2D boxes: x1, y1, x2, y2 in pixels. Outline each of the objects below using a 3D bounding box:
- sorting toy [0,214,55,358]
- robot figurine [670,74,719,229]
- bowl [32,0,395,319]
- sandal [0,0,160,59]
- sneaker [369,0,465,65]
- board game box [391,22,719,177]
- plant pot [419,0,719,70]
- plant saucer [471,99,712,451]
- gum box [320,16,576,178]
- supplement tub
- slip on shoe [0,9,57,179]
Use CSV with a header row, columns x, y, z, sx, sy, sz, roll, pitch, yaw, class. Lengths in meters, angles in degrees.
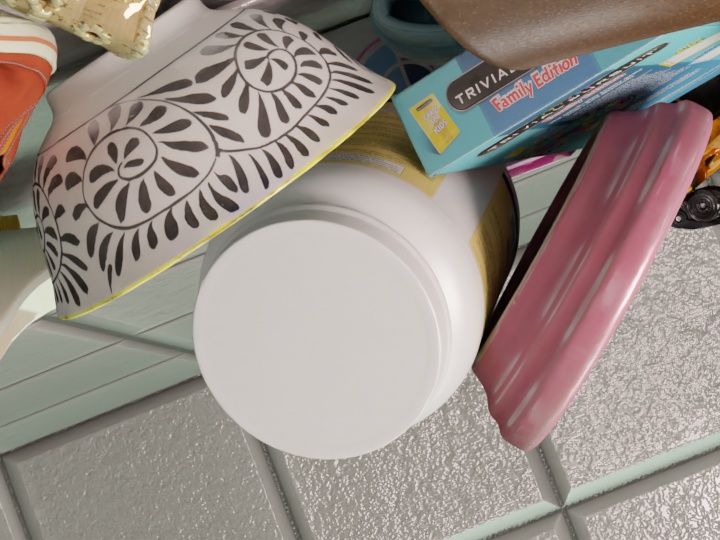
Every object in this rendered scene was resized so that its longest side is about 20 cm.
x,y,z,sx,sy,sz,roll,pitch,yaw,class
-0.218,0.008,1.182,0.179,0.107,0.200,-17,173,-16,sorting toy
0.221,-0.113,1.079,0.200,0.145,0.058,-37,173,33,robot figurine
-0.090,-0.072,0.920,0.200,0.094,0.201,-33,-169,7,bowl
-0.087,-0.119,0.741,0.211,0.070,0.078,-17,172,-36,sandal
0.097,-0.160,1.009,0.200,0.074,0.082,-24,177,15,sneaker
0.129,-0.111,0.977,0.151,0.047,0.200,-31,171,30,board game box
0.109,-0.160,0.572,0.198,0.201,0.200,-16,177,29,plant pot
0.113,-0.005,0.983,0.201,0.051,0.201,-62,178,-5,plant saucer
0.021,-0.093,1.138,0.199,0.114,0.066,-21,174,-6,gum box
0.000,0.000,0.981,0.145,0.146,0.200,-24,-167,20,supplement tub
-0.172,-0.072,0.815,0.074,0.061,0.200,11,168,-11,slip on shoe
